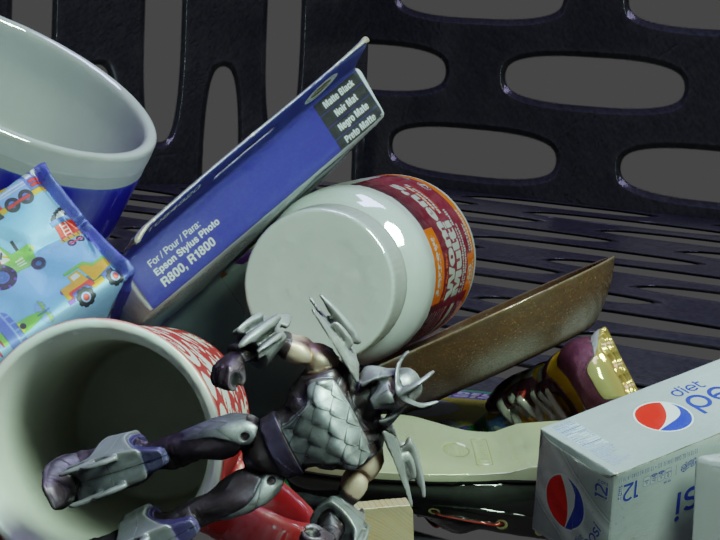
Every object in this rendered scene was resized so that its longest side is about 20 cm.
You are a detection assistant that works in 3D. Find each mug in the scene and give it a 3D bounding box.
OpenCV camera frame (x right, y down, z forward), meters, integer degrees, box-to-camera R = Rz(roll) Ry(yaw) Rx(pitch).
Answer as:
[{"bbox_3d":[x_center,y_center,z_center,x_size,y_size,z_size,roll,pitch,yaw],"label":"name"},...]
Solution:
[{"bbox_3d":[-0.115,0.107,1.449,0.133,0.178,0.200,-34,-1,4],"label":"mug"}]

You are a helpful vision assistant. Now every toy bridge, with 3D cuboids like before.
[{"bbox_3d":[0.009,0.152,1.336,0.067,0.027,0.200,-4,9,-10],"label":"toy bridge"}]

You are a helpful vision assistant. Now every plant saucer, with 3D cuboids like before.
[{"bbox_3d":[0.071,0.047,1.625,0.200,0.037,0.200,-24,-2,-1],"label":"plant saucer"}]

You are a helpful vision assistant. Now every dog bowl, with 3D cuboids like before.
[{"bbox_3d":[-0.230,-0.088,1.619,0.200,0.079,0.200,25,19,-9],"label":"dog bowl"}]

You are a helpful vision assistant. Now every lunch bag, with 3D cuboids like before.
[{"bbox_3d":[-0.216,0.054,1.544,0.150,0.094,0.200,-34,-21,-21],"label":"lunch bag"}]

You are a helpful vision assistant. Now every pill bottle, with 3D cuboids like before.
[{"bbox_3d":[0.000,0.000,1.622,0.109,0.110,0.200,4,6,13],"label":"pill bottle"}]

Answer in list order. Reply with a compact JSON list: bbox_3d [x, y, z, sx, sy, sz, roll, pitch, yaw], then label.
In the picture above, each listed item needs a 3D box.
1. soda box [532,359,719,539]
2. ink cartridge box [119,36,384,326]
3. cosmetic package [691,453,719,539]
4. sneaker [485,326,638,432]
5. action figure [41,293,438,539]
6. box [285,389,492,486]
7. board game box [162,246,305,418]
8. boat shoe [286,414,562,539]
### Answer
[{"bbox_3d":[0.190,0.100,1.476,0.200,0.068,0.063,-18,33,-34],"label":"soda box"},{"bbox_3d":[-0.075,-0.037,1.595,0.200,0.041,0.200,-42,-2,-22],"label":"ink cartridge box"},{"bbox_3d":[0.278,0.132,1.439,0.101,0.071,0.200,8,7,43],"label":"cosmetic package"},{"bbox_3d":[0.122,0.087,1.609,0.090,0.075,0.200,-26,-8,-1],"label":"sneaker"},{"bbox_3d":[-0.053,0.093,1.303,0.200,0.130,0.069,-24,2,9],"label":"action figure"},{"bbox_3d":[0.028,0.106,1.714,0.117,0.049,0.200,4,4,12],"label":"box"},{"bbox_3d":[-0.071,0.043,1.796,0.103,0.105,0.200,-33,2,4],"label":"board game box"},{"bbox_3d":[0.052,0.122,1.518,0.201,0.063,0.074,3,26,1],"label":"boat shoe"}]
